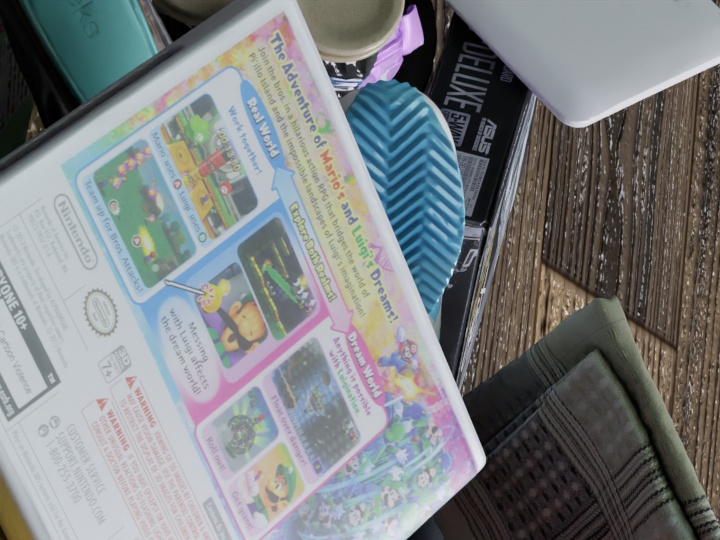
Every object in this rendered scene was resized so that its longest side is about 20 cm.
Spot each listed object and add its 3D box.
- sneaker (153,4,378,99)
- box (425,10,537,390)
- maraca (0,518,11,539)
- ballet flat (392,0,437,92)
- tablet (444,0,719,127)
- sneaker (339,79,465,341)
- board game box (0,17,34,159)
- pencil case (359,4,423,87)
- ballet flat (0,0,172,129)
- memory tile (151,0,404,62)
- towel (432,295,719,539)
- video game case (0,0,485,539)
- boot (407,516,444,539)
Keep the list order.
[{"bbox_3d":[-0.073,-0.141,0.943,0.200,0.076,0.077,45,14,-42],"label":"sneaker"},{"bbox_3d":[0.049,-0.039,1.166,0.158,0.050,0.200,99,8,-46],"label":"box"},{"bbox_3d":[-0.159,0.124,0.764,0.137,0.107,0.200,-47,128,-10],"label":"maraca"},{"bbox_3d":[-0.007,-0.055,1.141,0.046,0.067,0.201,112,-12,-72],"label":"ballet flat"},{"bbox_3d":[0.084,-0.157,1.160,0.130,0.200,0.014,-26,153,-35],"label":"tablet"},{"bbox_3d":[0.000,0.000,0.976,0.081,0.076,0.200,-93,-173,-50],"label":"sneaker"},{"bbox_3d":[-0.159,-0.110,0.863,0.135,0.029,0.201,43,53,-57],"label":"board game box"},{"bbox_3d":[-0.047,-0.061,1.022,0.200,0.085,0.084,-61,143,-45],"label":"pencil case"},{"bbox_3d":[-0.086,-0.052,0.892,0.068,0.068,0.200,-23,110,-13],"label":"ballet flat"},{"bbox_3d":[-0.071,-0.162,0.843,0.017,0.199,0.154,138,-38,-67],"label":"memory tile"},{"bbox_3d":[0.097,0.130,1.015,0.034,0.193,0.200,-15,73,-24],"label":"towel"},{"bbox_3d":[-0.052,0.033,0.797,0.182,0.024,0.200,-39,116,-35],"label":"video game case"},{"bbox_3d":[-0.022,0.110,1.077,0.200,0.076,0.168,-57,142,-38],"label":"boot"}]
